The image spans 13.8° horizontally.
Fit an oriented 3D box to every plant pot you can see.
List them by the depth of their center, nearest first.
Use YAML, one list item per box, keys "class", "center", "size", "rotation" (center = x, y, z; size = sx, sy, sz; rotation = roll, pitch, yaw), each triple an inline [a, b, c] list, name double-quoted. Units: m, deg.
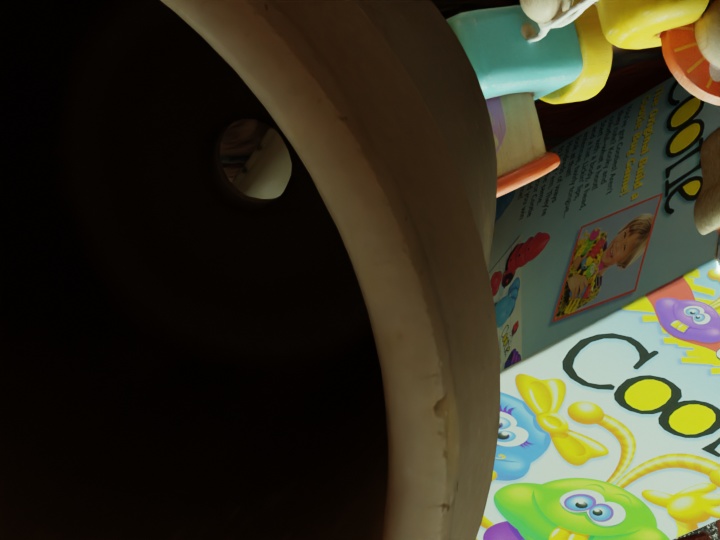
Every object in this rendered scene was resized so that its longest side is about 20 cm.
- class: "plant pot"
  center: [-0.049, 0.000, 0.596]
  size: [0.200, 0.200, 0.175]
  rotation: [-18, -172, 25]

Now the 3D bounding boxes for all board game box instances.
- class: "board game box"
  center: [0.092, 0.022, 1.018]
  size: [0.103, 0.105, 0.200]
  rotation: [35, 138, -24]

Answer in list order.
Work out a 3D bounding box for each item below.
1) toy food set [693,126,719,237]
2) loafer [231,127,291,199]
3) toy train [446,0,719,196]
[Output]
- class: "toy food set"
  center: [0.166, -0.064, 0.716]
  size: [0.200, 0.049, 0.198]
  rotation: [-37, 178, 23]
- class: "loafer"
  center: [0.000, 0.000, 0.949]
  size: [0.076, 0.067, 0.200]
  rotation: [-53, 169, 0]
- class: "toy train"
  center: [0.090, -0.058, 0.841]
  size: [0.200, 0.056, 0.150]
  rotation: [-17, 171, 15]
